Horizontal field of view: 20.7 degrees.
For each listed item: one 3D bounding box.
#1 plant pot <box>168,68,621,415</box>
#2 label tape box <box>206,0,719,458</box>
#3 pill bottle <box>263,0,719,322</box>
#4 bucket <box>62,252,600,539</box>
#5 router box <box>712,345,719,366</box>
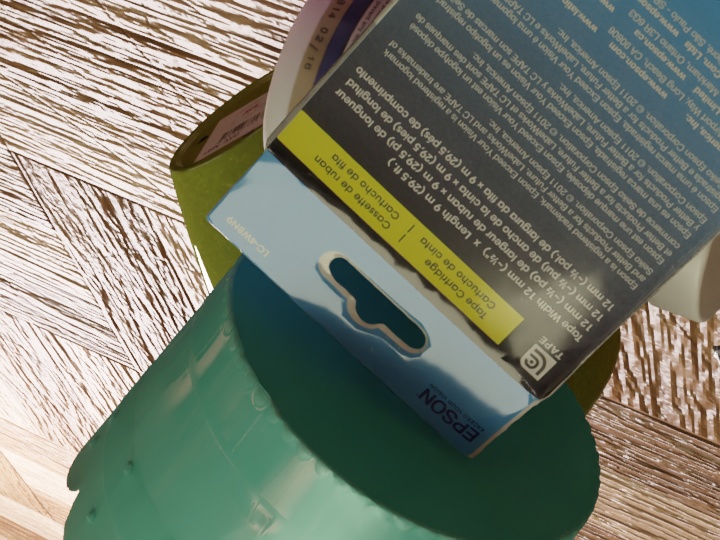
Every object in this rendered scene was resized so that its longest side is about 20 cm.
[{"bbox_3d":[0.000,0.000,0.983,0.187,0.187,0.201,-5,126,56],"label":"plant pot"},{"bbox_3d":[0.060,-0.048,0.734,0.143,0.066,0.200,42,116,-4],"label":"label tape box"},{"bbox_3d":[0.068,-0.051,0.834,0.199,0.112,0.111,22,157,22],"label":"pill bottle"},{"bbox_3d":[-0.007,0.089,0.823,0.206,0.208,0.135,33,121,-5],"label":"bucket"},{"bbox_3d":[0.249,0.077,0.841,0.200,0.062,0.151,-27,83,65],"label":"router box"}]
